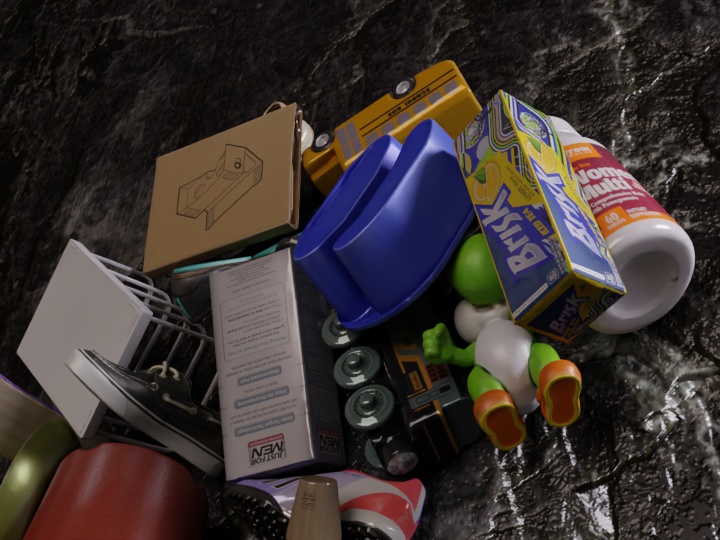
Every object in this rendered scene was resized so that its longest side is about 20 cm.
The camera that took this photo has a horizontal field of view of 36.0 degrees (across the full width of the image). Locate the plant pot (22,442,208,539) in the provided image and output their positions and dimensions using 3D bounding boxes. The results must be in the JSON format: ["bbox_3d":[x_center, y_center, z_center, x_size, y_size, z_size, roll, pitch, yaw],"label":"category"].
[{"bbox_3d":[-0.222,0.273,0.968,0.198,0.202,0.197,-18,38,24],"label":"plant pot"}]

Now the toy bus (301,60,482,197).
[{"bbox_3d":[0.035,-0.143,1.206,0.198,0.065,0.079,-32,43,11],"label":"toy bus"}]

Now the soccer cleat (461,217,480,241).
[{"bbox_3d":[0.057,-0.048,1.103,0.198,0.070,0.087,-24,50,22],"label":"soccer cleat"}]

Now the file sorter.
[{"bbox_3d":[-0.252,0.082,1.174,0.199,0.124,0.140,33,97,48],"label":"file sorter"}]

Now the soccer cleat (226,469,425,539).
[{"bbox_3d":[-0.032,0.206,0.970,0.198,0.069,0.073,0,36,39],"label":"soccer cleat"}]

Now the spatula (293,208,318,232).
[{"bbox_3d":[-0.007,-0.069,1.192,0.198,0.056,0.021,-14,79,38],"label":"spatula"}]

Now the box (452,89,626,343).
[{"bbox_3d":[0.138,-0.046,0.888,0.070,0.064,0.202,-46,41,33],"label":"box"}]

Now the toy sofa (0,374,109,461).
[{"bbox_3d":[-0.365,0.162,1.154,0.082,0.200,0.098,26,79,47],"label":"toy sofa"}]

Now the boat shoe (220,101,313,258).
[{"bbox_3d":[-0.129,-0.110,1.300,0.073,0.069,0.202,6,60,40],"label":"boat shoe"}]

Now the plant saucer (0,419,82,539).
[{"bbox_3d":[-0.307,0.246,1.067,0.031,0.201,0.202,13,59,8],"label":"plant saucer"}]

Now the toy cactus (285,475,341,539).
[{"bbox_3d":[-0.047,0.250,0.880,0.198,0.102,0.168,5,91,36],"label":"toy cactus"}]

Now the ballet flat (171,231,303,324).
[{"bbox_3d":[-0.105,0.007,1.167,0.198,0.070,0.068,-18,6,-27],"label":"ballet flat"}]

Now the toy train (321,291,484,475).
[{"bbox_3d":[0.037,0.092,0.997,0.112,0.086,0.201,-22,40,2],"label":"toy train"}]

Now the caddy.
[{"bbox_3d":[0.035,-0.037,0.994,0.141,0.105,0.201,-10,40,54],"label":"caddy"}]

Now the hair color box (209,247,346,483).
[{"bbox_3d":[-0.080,0.092,1.047,0.098,0.060,0.203,-18,67,26],"label":"hair color box"}]

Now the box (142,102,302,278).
[{"bbox_3d":[-0.154,-0.089,1.242,0.197,0.021,0.166,-18,54,26],"label":"box"}]

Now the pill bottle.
[{"bbox_3d":[0.194,-0.047,0.964,0.109,0.110,0.201,-36,42,6],"label":"pill bottle"}]

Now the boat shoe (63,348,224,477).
[{"bbox_3d":[-0.192,0.121,1.053,0.064,0.200,0.070,-53,35,-8],"label":"boat shoe"}]

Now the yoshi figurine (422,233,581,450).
[{"bbox_3d":[0.113,0.042,0.926,0.113,0.111,0.201,-61,24,27],"label":"yoshi figurine"}]

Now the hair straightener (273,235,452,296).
[{"bbox_3d":[0.000,0.000,1.104,0.197,0.077,0.042,4,68,19],"label":"hair straightener"}]
